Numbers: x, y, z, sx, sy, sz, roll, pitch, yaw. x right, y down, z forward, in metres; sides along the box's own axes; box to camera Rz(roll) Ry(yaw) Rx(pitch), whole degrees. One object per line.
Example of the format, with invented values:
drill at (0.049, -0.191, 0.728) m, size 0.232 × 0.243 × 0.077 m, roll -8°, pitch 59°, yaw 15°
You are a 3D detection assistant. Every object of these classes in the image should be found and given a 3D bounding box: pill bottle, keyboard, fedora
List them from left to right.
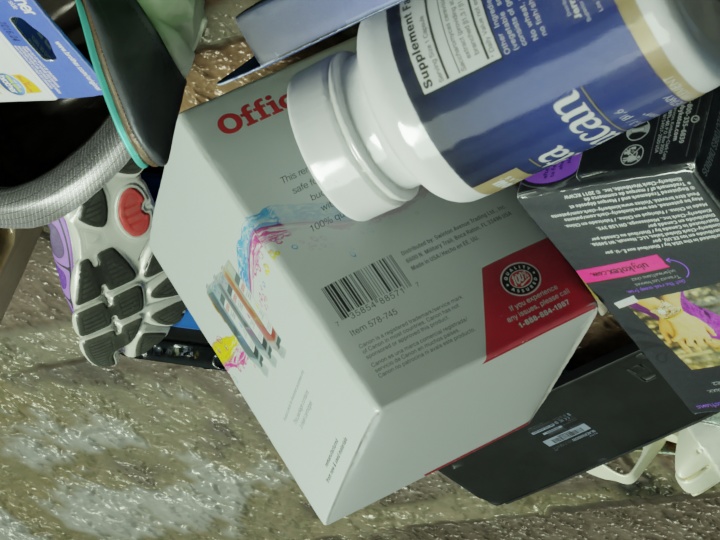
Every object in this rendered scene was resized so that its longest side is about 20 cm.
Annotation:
fedora at (-0.159, -0.113, 1.355) m, size 0.177 × 0.200 × 0.090 m, roll 49°, pitch -163°, yaw 23°
pill bottle at (0.068, -0.100, 1.208) m, size 0.200 × 0.111 × 0.111 m, roll -25°, pitch 131°, yaw 22°
keyboard at (0.108, 0.080, 1.501) m, size 0.127 × 0.021 × 0.200 m, roll 35°, pitch 137°, yaw -27°

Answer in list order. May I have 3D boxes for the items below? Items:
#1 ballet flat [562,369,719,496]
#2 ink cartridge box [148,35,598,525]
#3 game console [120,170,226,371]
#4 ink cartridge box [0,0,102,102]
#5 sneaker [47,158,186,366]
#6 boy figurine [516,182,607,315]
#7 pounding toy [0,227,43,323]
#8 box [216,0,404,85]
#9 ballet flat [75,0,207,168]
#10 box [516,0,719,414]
ballet flat at (0.184, 0.101, 1.548) m, size 0.199 × 0.071 × 0.069 m, roll 3°, pitch 146°, yaw 25°
ink cartridge box at (0.000, 0.000, 1.343) m, size 0.200 × 0.145 × 0.145 m, roll 57°, pitch 155°, yaw 19°
game console at (-0.049, 0.010, 1.573) m, size 0.200 × 0.119 × 0.171 m, roll 7°, pitch 178°, yaw 30°
ink cartridge box at (-0.233, -0.129, 1.270) m, size 0.199 × 0.042 × 0.119 m, roll 2°, pitch 152°, yaw 24°
sneaker at (-0.159, -0.033, 1.514) m, size 0.083 × 0.080 × 0.200 m, roll 44°, pitch 150°, yaw 50°
boy figurine at (0.099, -0.013, 1.429) m, size 0.124 × 0.065 × 0.200 m, roll 30°, pitch 150°, yaw -12°
pounding toy at (-0.313, 0.009, 1.556) m, size 0.184 × 0.200 × 0.142 m, roll 5°, pitch 146°, yaw 22°
box at (0.023, -0.151, 1.179) m, size 0.200 × 0.121 × 0.032 m, roll -22°, pitch 103°, yaw 37°
ballet flat at (-0.118, -0.146, 1.248) m, size 0.073 × 0.200 × 0.073 m, roll -21°, pitch 155°, yaw -10°
box at (0.184, -0.031, 1.295) m, size 0.106 × 0.122 × 0.200 m, roll -8°, pitch 140°, yaw 36°
